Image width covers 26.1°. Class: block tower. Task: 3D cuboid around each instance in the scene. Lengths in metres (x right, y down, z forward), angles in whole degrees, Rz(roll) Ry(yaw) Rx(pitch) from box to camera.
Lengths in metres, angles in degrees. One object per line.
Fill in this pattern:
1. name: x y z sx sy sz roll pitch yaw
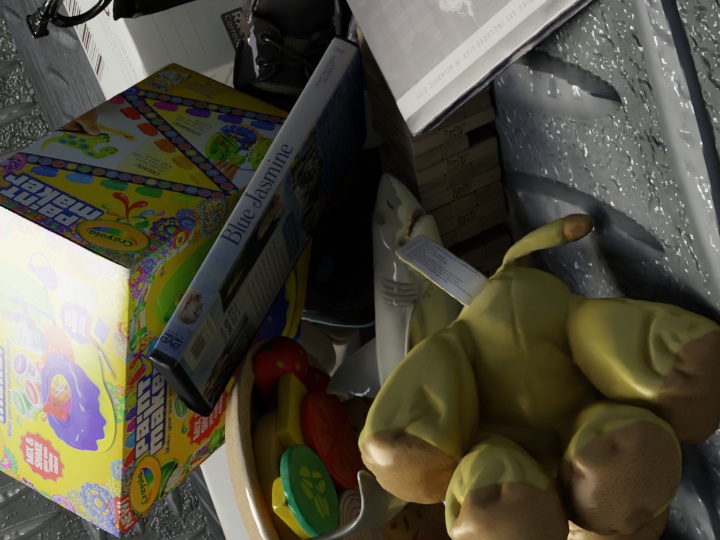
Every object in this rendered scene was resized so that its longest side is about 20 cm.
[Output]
1. block tower: 0.042 -0.077 0.872 0.058 0.054 0.200 48 157 48

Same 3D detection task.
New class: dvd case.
1. dvd case: -0.051 -0.019 0.864 0.018 0.200 0.143 27 167 8
2. dvd case: 0.025 -0.184 0.739 0.149 0.016 0.200 -36 76 53

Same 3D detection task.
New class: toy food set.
1. toy food set: -0.014 0.132 0.923 0.200 0.049 0.198 53 -156 -37

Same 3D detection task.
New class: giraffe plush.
1. giraffe plush: 0.094 0.090 0.781 0.200 0.172 0.162 59 174 48

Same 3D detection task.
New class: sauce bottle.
1. sauce bottle: -0.012 -0.066 1.061 0.066 0.066 0.200 62 164 14

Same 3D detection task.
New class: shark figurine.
1. shark figurine: 0.010 0.071 0.843 0.128 0.089 0.215 46 -134 -43

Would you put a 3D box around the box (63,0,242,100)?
1. box: -0.145 -0.218 1.155 0.199 0.131 0.200 65 165 2

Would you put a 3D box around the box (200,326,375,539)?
1. box: -0.046 0.118 1.210 0.200 0.106 0.152 -80 -19 -53

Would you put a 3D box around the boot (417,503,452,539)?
1. boot: 0.021 0.196 1.034 0.188 0.200 0.069 26 123 6

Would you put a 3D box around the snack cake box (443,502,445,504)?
1. snack cake box: 0.088 0.121 0.995 0.200 0.067 0.115 57 162 31

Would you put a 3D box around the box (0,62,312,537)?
1. box: -0.131 0.013 0.944 0.122 0.193 0.200 25 129 22

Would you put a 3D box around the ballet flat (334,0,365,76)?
1. ballet flat: -0.013 -0.204 0.858 0.066 0.057 0.200 22 134 68

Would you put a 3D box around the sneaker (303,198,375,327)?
1. sneaker: 0.000 0.000 1.041 0.200 0.082 0.073 -1 71 64

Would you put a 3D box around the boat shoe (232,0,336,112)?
1. boat shoe: -0.044 -0.130 0.970 0.066 0.072 0.201 -95 16 -46

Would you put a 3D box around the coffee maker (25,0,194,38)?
1. coffee maker: -0.146 -0.272 0.958 0.135 0.192 0.200 -37 78 47

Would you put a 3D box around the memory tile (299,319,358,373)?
1. memory tile: -0.082 -0.012 1.145 0.200 0.153 0.017 40 126 -5
